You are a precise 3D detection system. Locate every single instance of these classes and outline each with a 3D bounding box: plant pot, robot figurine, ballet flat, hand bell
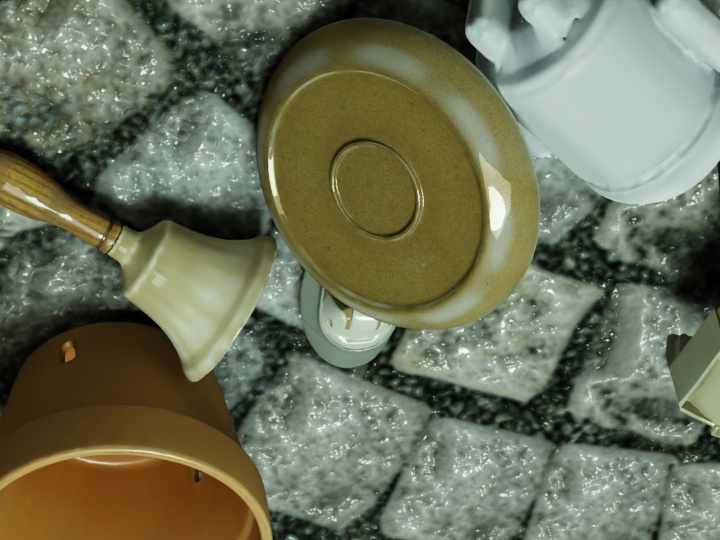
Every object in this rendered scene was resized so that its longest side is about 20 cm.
[{"bbox_3d":[-0.157,0.129,1.653,0.199,0.141,0.201,-2,135,-2],"label":"plant pot"},{"bbox_3d":[0.148,-0.116,1.519,0.169,0.113,0.200,-19,134,40],"label":"robot figurine"},{"bbox_3d":[0.000,0.000,1.626,0.067,0.064,0.201,2,129,-10],"label":"ballet flat"},{"bbox_3d":[-0.162,-0.025,1.586,0.199,0.104,0.104,31,120,-14],"label":"hand bell"},{"bbox_3d":[0.015,-0.051,1.531,0.199,0.027,0.201,16,122,27],"label":"plant pot"}]

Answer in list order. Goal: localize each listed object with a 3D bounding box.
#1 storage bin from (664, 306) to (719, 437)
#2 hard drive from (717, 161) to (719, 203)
[{"bbox_3d":[0.324,0.026,1.628,0.197,0.094,0.200,17,128,-21],"label":"storage bin"},{"bbox_3d":[0.296,-0.078,1.622,0.139,0.038,0.201,-9,131,0],"label":"hard drive"}]
